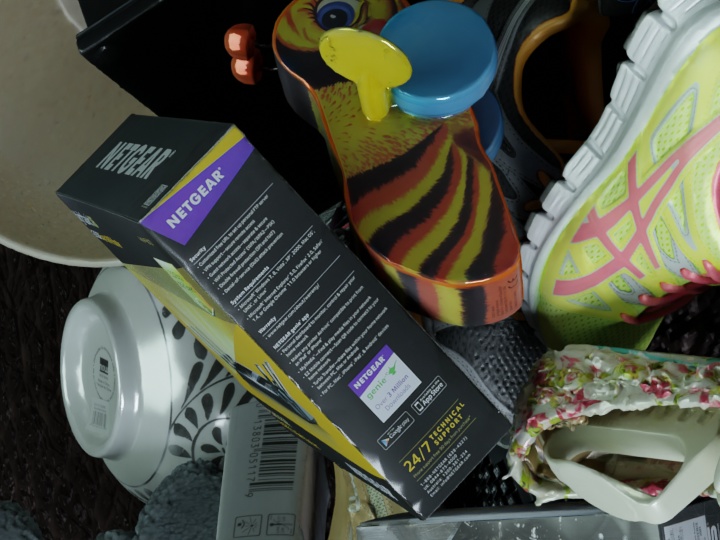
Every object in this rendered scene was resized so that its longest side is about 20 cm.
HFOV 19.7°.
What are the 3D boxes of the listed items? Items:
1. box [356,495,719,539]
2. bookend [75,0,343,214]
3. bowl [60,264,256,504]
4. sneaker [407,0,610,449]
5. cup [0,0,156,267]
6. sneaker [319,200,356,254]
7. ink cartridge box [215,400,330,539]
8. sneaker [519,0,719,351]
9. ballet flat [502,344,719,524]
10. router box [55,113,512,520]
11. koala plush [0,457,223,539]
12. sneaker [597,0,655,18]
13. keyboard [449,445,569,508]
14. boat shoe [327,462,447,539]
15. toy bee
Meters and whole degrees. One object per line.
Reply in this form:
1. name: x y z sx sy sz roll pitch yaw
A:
1. box: 0.082 0.194 0.841 0.158 0.048 0.202 -8 88 41
2. bookend: -0.066 -0.154 0.951 0.092 0.199 0.201 -30 59 14
3. bowl: -0.111 0.056 1.170 0.200 0.093 0.203 11 102 60
4. sneaker: 0.069 -0.025 0.866 0.077 0.078 0.202 -3 91 53
5. cup: -0.146 -0.124 1.135 0.144 0.199 0.201 -69 4 -49
6. sneaker: 0.000 0.000 0.987 0.200 0.074 0.081 -9 86 61
7. ink cartridge box: -0.035 0.189 1.034 0.163 0.057 0.201 -87 -13 -49
8. sneaker: 0.122 -0.017 0.774 0.090 0.078 0.201 49 142 27
9. ballet flat: 0.131 0.066 0.743 0.199 0.064 0.076 -3 132 49
10. router box: -0.038 0.012 0.838 0.157 0.052 0.200 47 171 -15
11. koala plush: -0.127 0.239 1.107 0.201 0.176 0.185 85 175 -47
12. sneaker: 0.071 -0.183 0.843 0.200 0.070 0.078 56 132 39
13. keyboard: 0.078 0.143 0.904 0.201 0.039 0.104 64 145 32
14. boat shoe: 0.009 0.133 0.956 0.072 0.076 0.201 69 176 -62
15. toy bee: 0.003 -0.066 0.817 0.201 0.108 0.132 -92 -7 -50
